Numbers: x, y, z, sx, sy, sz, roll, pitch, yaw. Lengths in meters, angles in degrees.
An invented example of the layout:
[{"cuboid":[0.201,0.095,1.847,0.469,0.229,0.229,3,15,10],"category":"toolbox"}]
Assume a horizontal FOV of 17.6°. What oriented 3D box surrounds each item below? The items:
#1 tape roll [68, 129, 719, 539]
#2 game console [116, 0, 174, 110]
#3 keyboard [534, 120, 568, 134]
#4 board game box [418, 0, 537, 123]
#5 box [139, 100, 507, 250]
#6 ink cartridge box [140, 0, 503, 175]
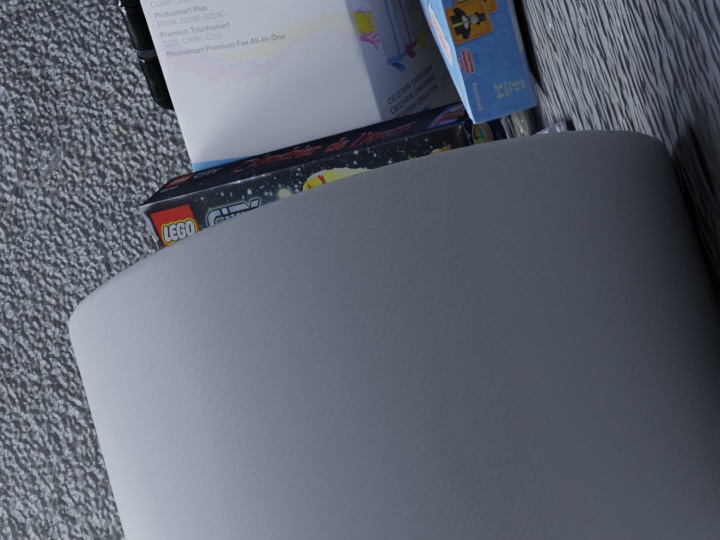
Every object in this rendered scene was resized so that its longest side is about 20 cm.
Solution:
[{"cuboid":[0.022,0.056,0.729,0.203,0.203,0.139,76,176,-79],"category":"tape roll"},{"cuboid":[-0.071,-0.226,1.570,0.176,0.200,0.116,73,-179,-50],"category":"game console"},{"cuboid":[0.091,-0.037,1.078,0.200,0.011,0.056,-114,2,-89],"category":"keyboard"},{"cuboid":[0.030,-0.188,1.071,0.151,0.037,0.200,-107,1,-60],"category":"board game box"},{"cuboid":[0.000,0.000,1.175,0.038,0.200,0.137,-48,-61,-52],"category":"box"},{"cuboid":[-0.027,-0.142,1.217,0.129,0.125,0.200,-44,-56,-52],"category":"ink cartridge box"}]
